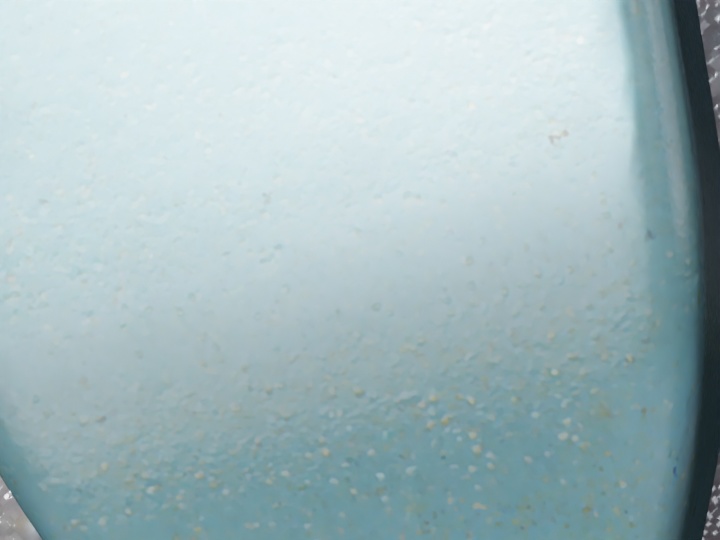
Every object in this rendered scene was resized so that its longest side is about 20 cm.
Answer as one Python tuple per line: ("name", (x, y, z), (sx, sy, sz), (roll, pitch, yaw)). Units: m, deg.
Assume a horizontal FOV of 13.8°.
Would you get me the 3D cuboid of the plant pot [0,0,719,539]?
("plant pot", (0.000, 0.000, 0.739), (0.195, 0.196, 0.200), (-14, 85, 9))
